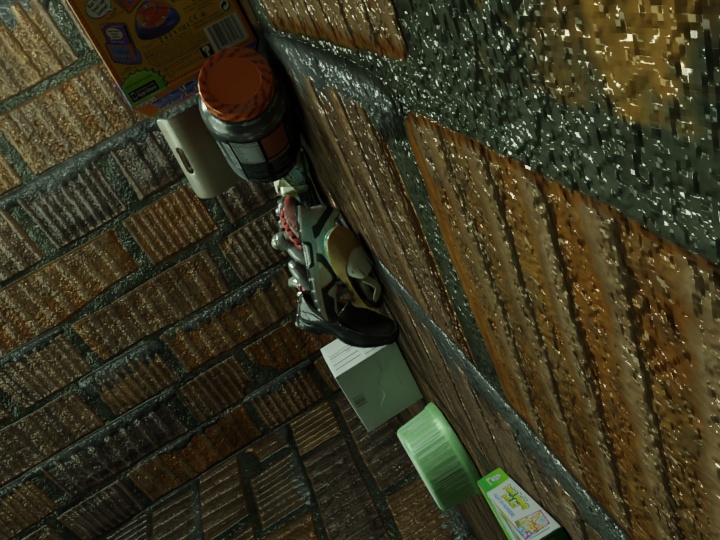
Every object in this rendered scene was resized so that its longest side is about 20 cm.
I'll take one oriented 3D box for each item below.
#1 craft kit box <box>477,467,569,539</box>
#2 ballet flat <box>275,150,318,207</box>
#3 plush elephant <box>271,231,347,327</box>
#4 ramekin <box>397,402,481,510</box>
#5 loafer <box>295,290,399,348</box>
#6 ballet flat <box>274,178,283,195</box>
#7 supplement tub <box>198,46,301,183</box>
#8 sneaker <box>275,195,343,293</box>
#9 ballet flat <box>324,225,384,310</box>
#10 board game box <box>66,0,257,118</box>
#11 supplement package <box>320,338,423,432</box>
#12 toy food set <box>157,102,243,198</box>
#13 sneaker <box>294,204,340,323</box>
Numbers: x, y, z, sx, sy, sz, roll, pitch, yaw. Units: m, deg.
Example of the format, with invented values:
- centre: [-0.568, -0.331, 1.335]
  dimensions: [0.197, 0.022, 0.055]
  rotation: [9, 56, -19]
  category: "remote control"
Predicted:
- centre: [0.233, 0.365, 0.695]
  dimensions: [0.201, 0.048, 0.197]
  rotation: [61, 172, -2]
  category: "craft kit box"
- centre: [-0.121, -0.163, 1.058]
  dimensions: [0.075, 0.074, 0.200]
  rotation: [58, 173, 18]
  category: "ballet flat"
- centre: [-0.087, 0.022, 1.164]
  dimensions: [0.200, 0.164, 0.155]
  rotation: [43, 125, 15]
  category: "plush elephant"
- centre: [0.157, 0.381, 1.164]
  dimensions: [0.201, 0.097, 0.200]
  rotation: [59, 174, 9]
  category: "ramekin"
- centre: [-0.025, 0.087, 1.045]
  dimensions: [0.073, 0.198, 0.073]
  rotation: [91, -168, -45]
  category: "loafer"
- centre: [-0.140, -0.168, 1.213]
  dimensions: [0.073, 0.073, 0.201]
  rotation: [53, 171, 50]
  category: "ballet flat"
- centre: [-0.154, -0.214, 0.813]
  dimensions: [0.123, 0.122, 0.200]
  rotation: [59, 174, 13]
  category: "supplement tub"
- centre: [-0.073, -0.059, 1.034]
  dimensions: [0.202, 0.098, 0.071]
  rotation: [57, -151, 3]
  category: "sneaker"
- centre: [0.000, 0.000, 0.926]
  dimensions: [0.063, 0.069, 0.201]
  rotation: [24, 158, 29]
  category: "ballet flat"
- centre: [-0.291, -0.370, 0.850]
  dimensions: [0.201, 0.199, 0.200]
  rotation: [62, 174, -15]
  category: "board game box"
- centre: [0.027, 0.237, 1.316]
  dimensions: [0.201, 0.155, 0.111]
  rotation: [63, 174, -34]
  category: "supplement package"
- centre: [-0.216, -0.230, 0.939]
  dimensions: [0.060, 0.200, 0.144]
  rotation: [23, 145, 42]
  category: "toy food set"
- centre: [-0.054, -0.013, 0.954]
  dimensions: [0.074, 0.079, 0.202]
  rotation: [-162, 62, -77]
  category: "sneaker"
